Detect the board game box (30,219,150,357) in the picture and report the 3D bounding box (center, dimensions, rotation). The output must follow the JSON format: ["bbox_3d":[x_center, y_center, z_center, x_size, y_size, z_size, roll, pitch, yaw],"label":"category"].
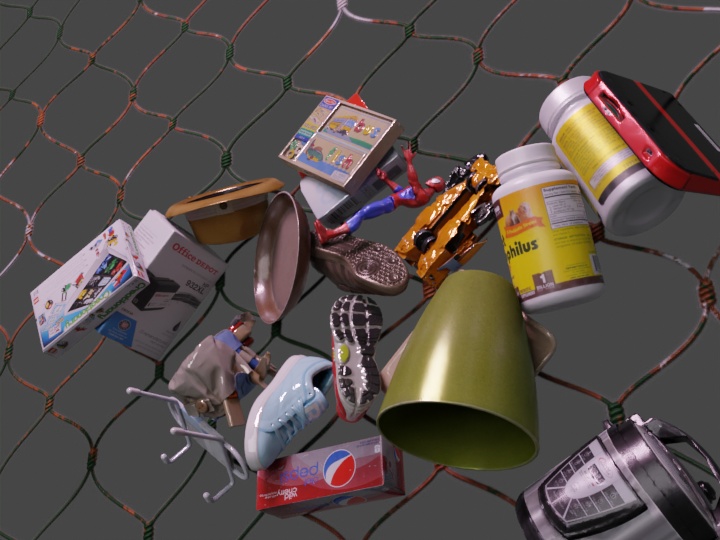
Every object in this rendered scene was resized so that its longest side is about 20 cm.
[{"bbox_3d":[-0.424,0.028,1.433,0.200,0.035,0.126,-37,53,13],"label":"board game box"}]

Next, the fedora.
[{"bbox_3d":[-0.213,-0.090,1.493,0.200,0.200,0.082,-8,104,30],"label":"fedora"}]

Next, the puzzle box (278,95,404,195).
[{"bbox_3d":[-0.033,-0.199,1.437,0.133,0.025,0.200,-52,40,-7],"label":"puzzle box"}]

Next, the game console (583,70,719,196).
[{"bbox_3d":[0.374,-0.164,1.123,0.031,0.176,0.200,-53,47,33],"label":"game console"}]

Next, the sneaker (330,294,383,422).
[{"bbox_3d":[-0.014,0.121,1.289,0.077,0.085,0.201,11,48,-7],"label":"sneaker"}]

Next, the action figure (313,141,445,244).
[{"bbox_3d":[0.023,-0.116,1.334,0.199,0.065,0.099,-18,92,-7],"label":"action figure"}]

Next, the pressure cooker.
[{"bbox_3d":[0.285,0.254,0.966,0.200,0.179,0.176,-38,83,11],"label":"pressure cooker"}]

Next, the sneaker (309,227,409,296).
[{"bbox_3d":[0.000,0.000,1.342,0.070,0.076,0.200,-37,45,-25],"label":"sneaker"}]

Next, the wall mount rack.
[{"bbox_3d":[-0.250,0.238,1.320,0.074,0.174,0.200,-36,44,-28],"label":"wall mount rack"}]

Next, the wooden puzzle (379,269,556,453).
[{"bbox_3d":[0.140,0.125,1.206,0.185,0.046,0.200,39,95,40],"label":"wooden puzzle"}]

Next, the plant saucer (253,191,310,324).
[{"bbox_3d":[-0.117,-0.018,1.393,0.200,0.032,0.201,-173,90,-67],"label":"plant saucer"}]

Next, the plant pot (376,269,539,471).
[{"bbox_3d":[0.129,0.108,1.096,0.186,0.187,0.201,-7,53,30],"label":"plant pot"}]

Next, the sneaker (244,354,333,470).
[{"bbox_3d":[-0.091,0.189,1.266,0.082,0.074,0.200,-4,41,30],"label":"sneaker"}]

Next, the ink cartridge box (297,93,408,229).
[{"bbox_3d":[-0.033,-0.184,1.466,0.160,0.047,0.200,-38,54,11],"label":"ink cartridge box"}]

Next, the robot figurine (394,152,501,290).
[{"bbox_3d":[0.142,-0.074,1.281,0.200,0.058,0.145,-47,34,5],"label":"robot figurine"}]

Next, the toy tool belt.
[{"bbox_3d":[-0.183,0.154,1.352,0.123,0.200,0.125,42,114,4],"label":"toy tool belt"}]

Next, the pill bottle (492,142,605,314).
[{"bbox_3d":[0.230,-0.052,1.155,0.109,0.109,0.201,-17,79,25],"label":"pill bottle"}]

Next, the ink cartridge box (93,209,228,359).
[{"bbox_3d":[-0.333,0.025,1.493,0.084,0.145,0.200,36,89,39],"label":"ink cartridge box"}]

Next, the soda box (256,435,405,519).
[{"bbox_3d":[-0.042,0.279,1.231,0.199,0.063,0.070,-17,58,26],"label":"soda box"}]

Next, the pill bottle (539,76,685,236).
[{"bbox_3d":[0.316,-0.151,1.181,0.114,0.114,0.200,-35,53,13],"label":"pill bottle"}]
